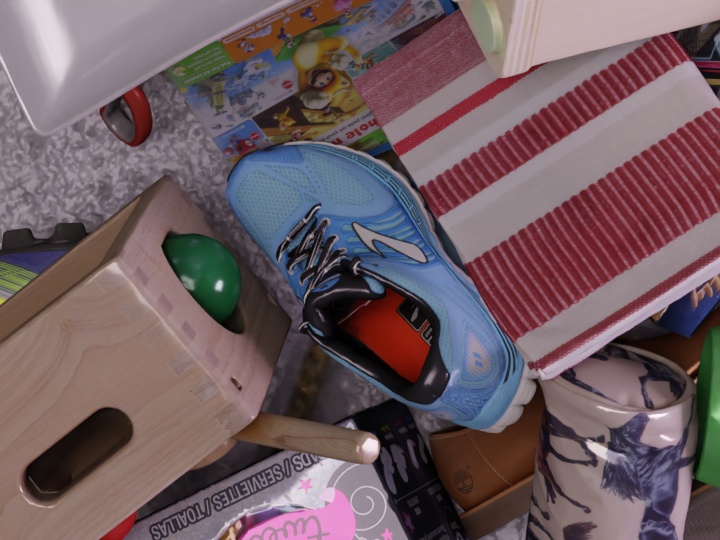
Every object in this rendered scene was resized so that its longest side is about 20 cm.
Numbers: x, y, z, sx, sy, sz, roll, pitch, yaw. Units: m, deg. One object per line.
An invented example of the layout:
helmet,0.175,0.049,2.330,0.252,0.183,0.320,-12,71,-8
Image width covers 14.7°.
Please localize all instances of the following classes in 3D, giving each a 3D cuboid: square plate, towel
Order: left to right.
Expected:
square plate,-0.105,-0.190,1.264,0.200,0.028,0.198,-26,89,22
towel,0.099,-0.057,1.332,0.144,0.023,0.200,-33,58,4

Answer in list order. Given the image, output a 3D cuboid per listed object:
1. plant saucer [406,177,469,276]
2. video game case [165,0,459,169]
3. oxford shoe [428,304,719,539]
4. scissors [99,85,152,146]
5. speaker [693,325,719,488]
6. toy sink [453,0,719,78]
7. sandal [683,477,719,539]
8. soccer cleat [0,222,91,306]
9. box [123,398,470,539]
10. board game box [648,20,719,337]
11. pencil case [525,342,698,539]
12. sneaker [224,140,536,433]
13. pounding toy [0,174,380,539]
plant saucer,0.058,-0.020,1.394,0.200,0.019,0.070,-16,75,34
video game case,-0.033,-0.129,1.382,0.143,0.018,0.200,-24,130,12
oxford shoe,0.121,0.058,1.404,0.200,0.071,0.071,-32,84,13
scissors,-0.125,-0.118,1.385,0.014,0.200,0.073,-39,81,-18
speaker,0.260,0.072,1.318,0.200,0.088,0.088,6,95,2
toy sink,0.088,-0.178,1.301,0.200,0.112,0.130,-15,56,-16
sandal,0.246,0.136,1.376,0.200,0.082,0.055,8,55,4
soccer cleat,-0.218,0.032,1.466,0.200,0.065,0.084,-12,79,9
box,-0.053,0.160,1.411,0.200,0.132,0.115,-27,87,12
board game box,0.173,-0.087,1.362,0.200,0.035,0.135,-52,51,14
pencil case,0.113,0.129,1.344,0.078,0.089,0.200,-6,113,-25
sneaker,0.000,0.000,1.367,0.200,0.090,0.078,41,111,31
pounding toy,-0.103,0.061,1.341,0.200,0.184,0.142,-37,100,14
